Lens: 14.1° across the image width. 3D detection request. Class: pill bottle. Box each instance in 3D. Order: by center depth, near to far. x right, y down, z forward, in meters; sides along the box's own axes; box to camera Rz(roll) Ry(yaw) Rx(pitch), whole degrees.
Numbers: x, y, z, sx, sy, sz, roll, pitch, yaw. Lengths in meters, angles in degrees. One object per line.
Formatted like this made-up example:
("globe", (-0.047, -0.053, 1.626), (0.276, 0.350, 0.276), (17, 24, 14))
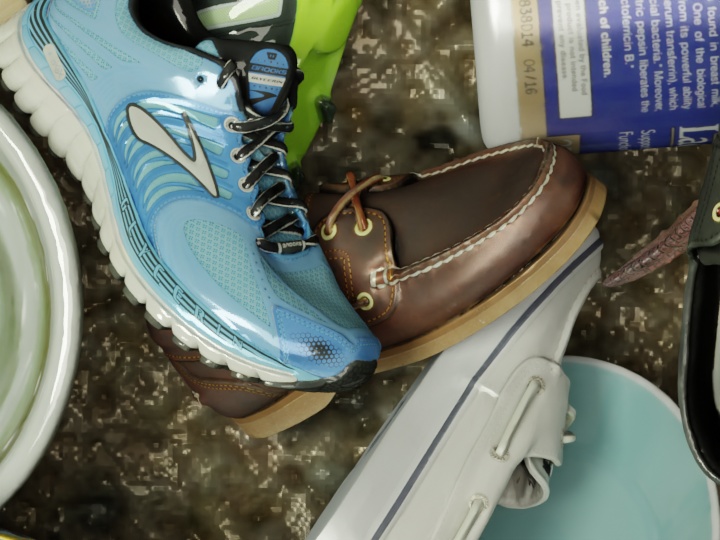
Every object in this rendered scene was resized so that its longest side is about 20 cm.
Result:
("pill bottle", (0.141, -0.106, 1.092), (0.199, 0.116, 0.117), (-4, 97, 4))

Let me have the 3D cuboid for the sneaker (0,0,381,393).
("sneaker", (-0.053, -0.041, 1.055), (0.090, 0.078, 0.200), (-43, 70, 20))

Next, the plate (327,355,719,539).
("plate", (0.056, 0.127, 1.111), (0.200, 0.200, 0.026), (-44, 133, 7))

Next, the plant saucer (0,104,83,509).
("plant saucer", (-0.190, 0.011, 1.091), (0.199, 0.050, 0.202), (1, 94, 16))

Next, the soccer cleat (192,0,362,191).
("soccer cleat", (-0.044, -0.093, 1.133), (0.081, 0.067, 0.201), (37, 109, 28))

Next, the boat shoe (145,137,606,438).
("boat shoe", (0.000, 0.000, 1.096), (0.200, 0.071, 0.070), (-31, 113, 33))

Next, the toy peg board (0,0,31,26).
("toy peg board", (-0.262, -0.141, 1.129), (0.199, 0.098, 0.200), (-31, 111, 6))

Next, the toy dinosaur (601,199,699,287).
("toy dinosaur", (0.193, -0.013, 1.092), (0.199, 0.136, 0.086), (5, 98, 2))

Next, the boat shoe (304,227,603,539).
("boat shoe", (0.048, 0.061, 1.094), (0.066, 0.072, 0.200), (37, 54, 0))

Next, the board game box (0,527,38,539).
("board game box", (-0.172, 0.165, 1.027), (0.199, 0.057, 0.166), (15, 85, 15))

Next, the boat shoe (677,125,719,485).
("boat shoe", (0.155, -0.015, 1.029), (0.073, 0.063, 0.203), (17, 118, 27))
